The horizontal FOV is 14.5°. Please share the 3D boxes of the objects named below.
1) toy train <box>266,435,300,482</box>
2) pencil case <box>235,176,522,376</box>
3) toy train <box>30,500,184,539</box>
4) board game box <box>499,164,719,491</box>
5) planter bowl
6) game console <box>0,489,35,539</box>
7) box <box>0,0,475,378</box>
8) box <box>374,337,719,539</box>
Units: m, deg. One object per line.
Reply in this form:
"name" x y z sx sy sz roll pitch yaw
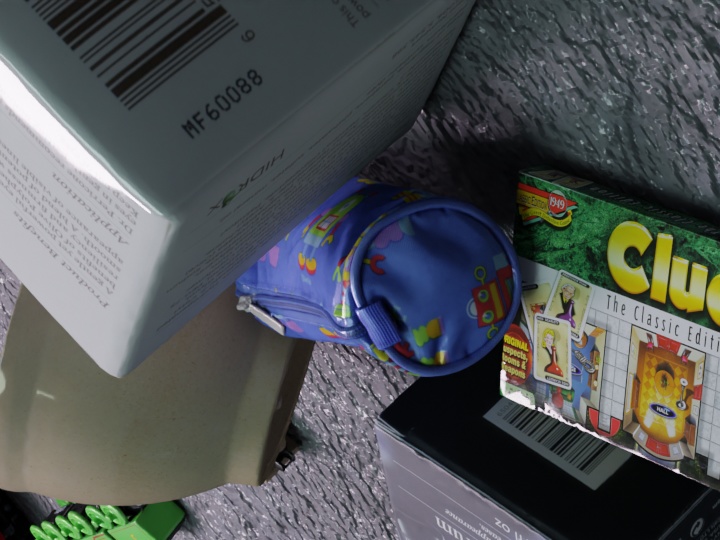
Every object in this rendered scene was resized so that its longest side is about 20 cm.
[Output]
"toy train" -0.111 0.064 1.669 0.200 0.034 0.046 36 156 28
"pencil case" 0.000 0.000 1.287 0.078 0.087 0.200 55 167 -15
"toy train" -0.172 0.172 1.921 0.056 0.042 0.200 42 157 -10
"board game box" 0.135 0.031 1.170 0.199 0.023 0.106 22 112 46
"planter bowl" -0.093 0.033 1.442 0.134 0.201 0.201 16 149 5
"game console" -0.350 0.162 2.108 0.200 0.119 0.172 52 155 -3
"box" -0.088 -0.109 1.188 0.199 0.200 0.172 46 154 9
"box" 0.104 0.134 1.319 0.148 0.107 0.201 32 151 33
